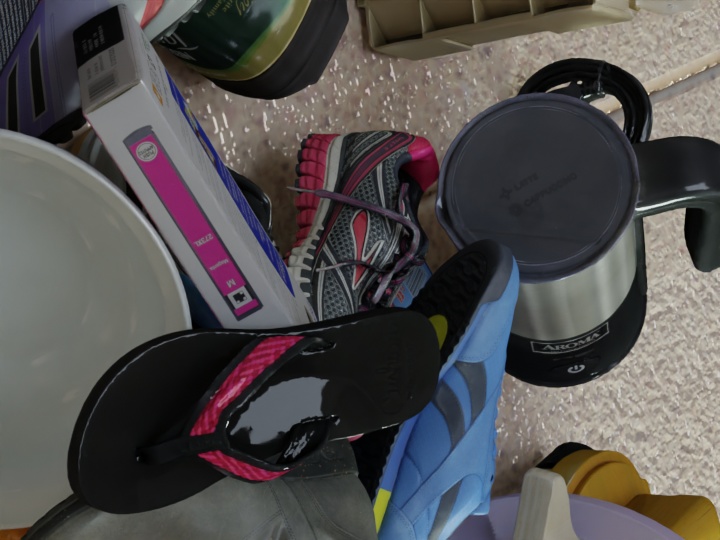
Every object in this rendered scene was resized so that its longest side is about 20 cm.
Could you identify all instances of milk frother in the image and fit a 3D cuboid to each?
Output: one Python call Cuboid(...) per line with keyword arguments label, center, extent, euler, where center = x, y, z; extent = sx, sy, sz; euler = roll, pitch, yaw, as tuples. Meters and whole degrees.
Cuboid(label="milk frother", center=(0.121, -0.062, 1.163), extent=(0.179, 0.201, 0.188), euler=(-30, 156, -3))

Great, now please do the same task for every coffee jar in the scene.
Cuboid(label="coffee jar", center=(-0.101, -0.170, 1.007), extent=(0.199, 0.104, 0.086), euler=(33, 81, -38))

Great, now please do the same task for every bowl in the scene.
Cuboid(label="bowl", center=(-0.176, 0.015, 0.902), extent=(0.091, 0.199, 0.202), euler=(-92, 158, -68))

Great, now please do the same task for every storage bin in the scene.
Cuboid(label="storage bin", center=(0.101, -0.236, 1.142), extent=(0.093, 0.199, 0.201), euler=(9, 81, -42))

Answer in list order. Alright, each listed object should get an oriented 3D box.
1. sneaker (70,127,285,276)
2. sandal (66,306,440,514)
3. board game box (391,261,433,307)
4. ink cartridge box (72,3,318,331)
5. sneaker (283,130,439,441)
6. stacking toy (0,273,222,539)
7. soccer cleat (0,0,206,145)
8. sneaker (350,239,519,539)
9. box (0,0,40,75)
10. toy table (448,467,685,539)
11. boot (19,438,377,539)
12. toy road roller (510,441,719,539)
Cuboid(label="sneaker", center=(-0.075, -0.005, 1.037), extent=(0.200, 0.087, 0.076), euler=(44, 57, -36))
Cuboid(label="sandal", center=(-0.039, 0.059, 0.853), extent=(0.198, 0.045, 0.076), euler=(-14, 110, -30))
Cuboid(label="board game box", center=(0.004, 0.101, 1.116), extent=(0.201, 0.036, 0.152), euler=(-65, 146, -26))
Cuboid(label="ink cartridge box", center=(-0.071, -0.024, 0.897), extent=(0.037, 0.095, 0.201), euler=(-30, 120, 5))
Cuboid(label="sneaker", center=(0.000, 0.000, 1.039), extent=(0.081, 0.074, 0.202), euler=(66, 23, -53))
Cuboid(label="stacking toy", center=(-0.135, 0.104, 0.973), extent=(0.199, 0.110, 0.117), euler=(-32, 144, -19))
Cuboid(label="soccer cleat", center=(-0.144, -0.120, 0.927), extent=(0.073, 0.200, 0.068), euler=(40, 23, -21))
Cuboid(label="sneaker", center=(0.048, 0.083, 1.040), extent=(0.078, 0.066, 0.202), euler=(24, 91, -27))
Cuboid(label="box", center=(-0.229, -0.175, 0.811), extent=(0.198, 0.104, 0.183), euler=(20, 68, 4))
Cuboid(label="toy table", center=(0.111, 0.201, 1.094), extent=(0.117, 0.198, 0.186), euler=(-4, 94, -64))
Cuboid(label="boot", center=(-0.053, 0.152, 0.889), extent=(0.199, 0.068, 0.132), euler=(-6, 63, -40))
Cuboid(label="toy road roller", center=(0.163, 0.213, 1.214), extent=(0.123, 0.145, 0.202), euler=(-32, 110, -42))
